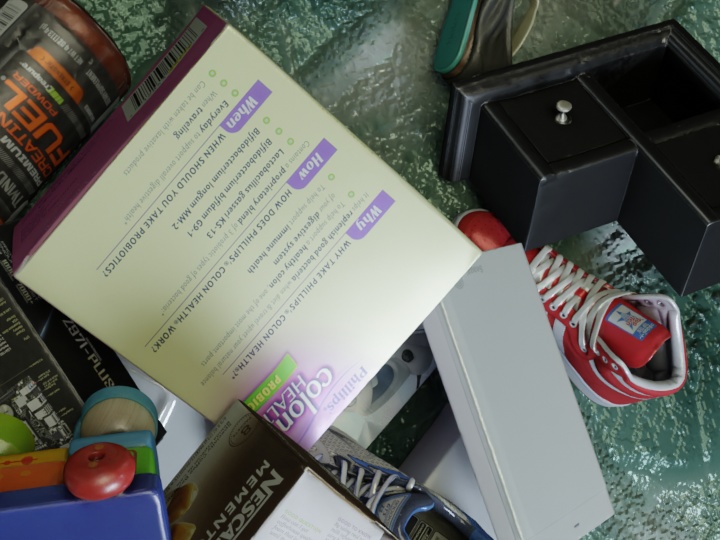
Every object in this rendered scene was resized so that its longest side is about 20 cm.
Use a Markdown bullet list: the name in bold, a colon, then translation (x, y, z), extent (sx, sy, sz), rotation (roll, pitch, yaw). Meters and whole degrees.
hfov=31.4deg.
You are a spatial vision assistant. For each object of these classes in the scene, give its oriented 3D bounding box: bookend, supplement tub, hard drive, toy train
- **bookend**: translation (0.192, -0.066, 0.919), extent (0.199, 0.092, 0.199), rotation (-18, 52, -19)
- **supplement tub**: translation (-0.246, -0.085, 0.821), extent (0.107, 0.107, 0.200), rotation (41, 74, -10)
- **hard drive**: translation (0.104, 0.085, 0.858), extent (0.132, 0.026, 0.201), rotation (-12, 82, -56)
- **toy train**: translation (-0.196, 0.115, 0.650), extent (0.199, 0.116, 0.085), rotation (-7, 117, -4)

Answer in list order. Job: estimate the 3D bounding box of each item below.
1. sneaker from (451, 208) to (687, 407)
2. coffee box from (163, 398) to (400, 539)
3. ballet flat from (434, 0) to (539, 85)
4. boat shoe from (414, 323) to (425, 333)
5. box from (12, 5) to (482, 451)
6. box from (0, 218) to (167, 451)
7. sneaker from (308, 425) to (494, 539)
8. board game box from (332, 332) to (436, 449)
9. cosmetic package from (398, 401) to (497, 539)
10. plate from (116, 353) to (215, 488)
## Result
- **sneaker**: translation (0.156, 0.022, 0.937), extent (0.200, 0.112, 0.071), rotation (42, 73, -9)
- **coffee box**: translation (-0.084, 0.181, 0.670), extent (0.080, 0.114, 0.200), rotation (42, 85, -27)
- **ballet flat**: translation (0.108, -0.232, 0.982), extent (0.068, 0.068, 0.201), rotation (14, 89, -26)
- **boat shoe**: translation (0.000, -0.005, 0.856), extent (0.201, 0.086, 0.075), rotation (14, 80, -17)
- **box**: translation (-0.067, -0.018, 0.741), extent (0.200, 0.097, 0.176), rotation (40, 94, -22)
- **box**: translation (-0.248, 0.091, 0.767), extent (0.199, 0.086, 0.164), rotation (-33, 94, 10)
- **sneaker**: translation (0.008, 0.148, 0.816), extent (0.199, 0.085, 0.077), rotation (27, 75, -10)
- **board game box**: translation (-0.053, 0.040, 0.903), extent (0.200, 0.043, 0.199), rotation (46, 72, -9)
- **cosmetic package**: translation (0.053, 0.198, 0.905), extent (0.102, 0.074, 0.200), rotation (41, 74, -10)
- **plate**: translation (-0.154, 0.086, 0.833), extent (0.199, 0.032, 0.201), rotation (29, 94, -8)
